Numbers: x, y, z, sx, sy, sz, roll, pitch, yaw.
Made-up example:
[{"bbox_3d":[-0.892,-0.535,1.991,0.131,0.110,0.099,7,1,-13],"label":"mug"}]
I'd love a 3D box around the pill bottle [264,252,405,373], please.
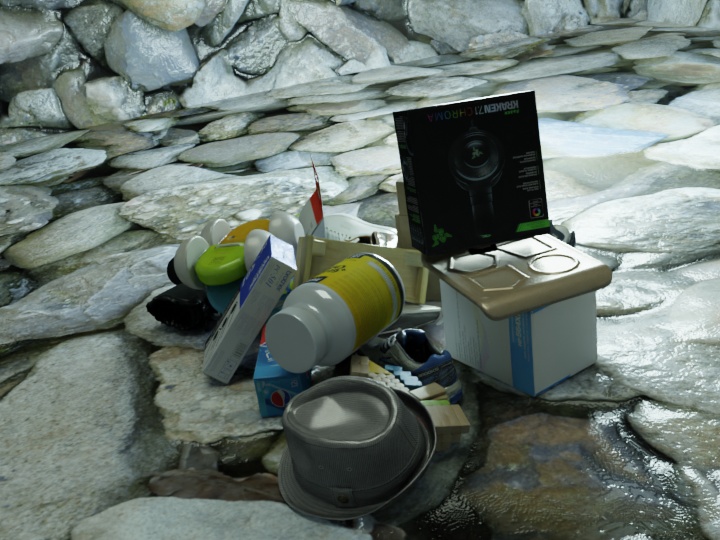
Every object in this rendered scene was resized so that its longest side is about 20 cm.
[{"bbox_3d":[-0.034,0.057,1.199,0.111,0.113,0.200,8,23,32],"label":"pill bottle"}]

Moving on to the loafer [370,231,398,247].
[{"bbox_3d":[0.033,-0.010,1.519,0.062,0.072,0.200,20,26,-1],"label":"loafer"}]

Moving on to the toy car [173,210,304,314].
[{"bbox_3d":[-0.182,-0.001,1.443,0.174,0.151,0.200,-5,20,20],"label":"toy car"}]

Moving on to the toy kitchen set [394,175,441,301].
[{"bbox_3d":[0.172,-0.073,1.478,0.179,0.202,0.163,4,25,25],"label":"toy kitchen set"}]

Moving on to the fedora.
[{"bbox_3d":[-0.018,0.180,1.014,0.199,0.091,0.177,4,47,32],"label":"fedora"}]

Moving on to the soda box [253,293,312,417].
[{"bbox_3d":[-0.101,0.112,1.267,0.064,0.068,0.201,-5,31,5],"label":"soda box"}]

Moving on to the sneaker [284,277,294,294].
[{"bbox_3d":[-0.077,0.024,1.453,0.082,0.071,0.199,-15,15,41],"label":"sneaker"}]

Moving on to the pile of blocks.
[{"bbox_3d":[0.055,0.172,1.129,0.082,0.063,0.200,-11,29,-36],"label":"pile of blocks"}]

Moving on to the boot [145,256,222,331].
[{"bbox_3d":[-0.294,0.036,1.539,0.197,0.074,0.162,12,29,30],"label":"boot"}]

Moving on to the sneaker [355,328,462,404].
[{"bbox_3d":[0.063,0.111,1.227,0.077,0.086,0.199,-23,26,-33],"label":"sneaker"}]

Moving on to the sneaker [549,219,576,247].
[{"bbox_3d":[0.281,-0.005,1.376,0.079,0.131,0.199,2,25,24],"label":"sneaker"}]

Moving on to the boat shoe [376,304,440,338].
[{"bbox_3d":[0.025,0.084,1.349,0.198,0.058,0.067,-4,7,-21],"label":"boat shoe"}]

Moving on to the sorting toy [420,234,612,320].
[{"bbox_3d":[0.199,0.000,1.194,0.184,0.037,0.200,-15,28,-17],"label":"sorting toy"}]

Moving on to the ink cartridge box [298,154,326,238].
[{"bbox_3d":[-0.089,-0.083,1.585,0.050,0.202,0.162,-9,22,-4],"label":"ink cartridge box"}]

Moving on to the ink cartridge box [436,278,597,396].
[{"bbox_3d":[0.205,0.062,1.247,0.128,0.126,0.199,-22,27,-32],"label":"ink cartridge box"}]

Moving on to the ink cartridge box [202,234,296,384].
[{"bbox_3d":[-0.160,0.055,1.306,0.044,0.201,0.094,28,16,-16],"label":"ink cartridge box"}]

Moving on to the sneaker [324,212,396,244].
[{"bbox_3d":[-0.024,-0.057,1.668,0.199,0.073,0.085,8,25,29],"label":"sneaker"}]

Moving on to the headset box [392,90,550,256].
[{"bbox_3d":[0.146,-0.123,1.199,0.173,0.202,0.093,-9,10,-7],"label":"headset box"}]

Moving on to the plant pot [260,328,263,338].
[{"bbox_3d":[-0.062,0.074,1.433,0.198,0.028,0.200,-7,22,3],"label":"plant pot"}]

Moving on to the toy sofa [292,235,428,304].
[{"bbox_3d":[0.000,0.000,1.383,0.198,0.084,0.098,7,-2,-14],"label":"toy sofa"}]
